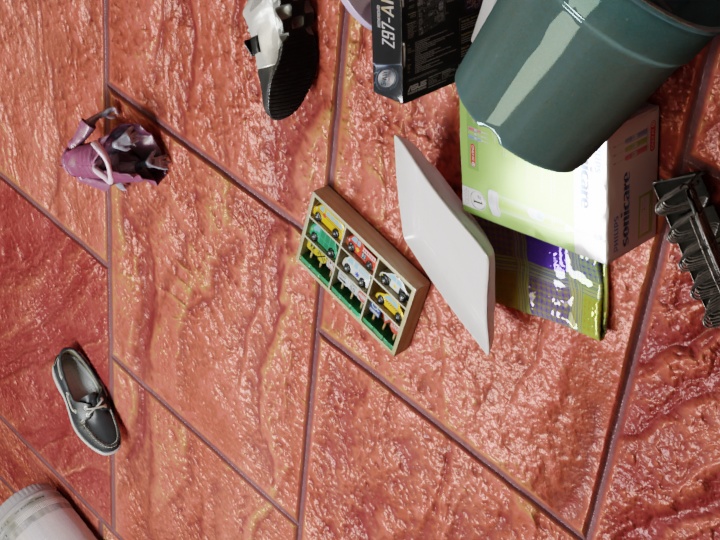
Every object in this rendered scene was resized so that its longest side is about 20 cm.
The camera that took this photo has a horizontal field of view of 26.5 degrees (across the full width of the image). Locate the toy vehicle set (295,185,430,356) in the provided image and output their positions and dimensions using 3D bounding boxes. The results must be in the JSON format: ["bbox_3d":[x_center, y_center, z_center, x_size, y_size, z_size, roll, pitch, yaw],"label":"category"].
[{"bbox_3d":[0.000,0.000,1.935,0.200,0.026,0.125,44,140,27],"label":"toy vehicle set"}]

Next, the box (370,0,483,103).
[{"bbox_3d":[0.095,-0.270,1.500,0.043,0.199,0.161,25,130,40],"label":"box"}]

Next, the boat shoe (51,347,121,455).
[{"bbox_3d":[-0.472,0.224,2.632,0.201,0.075,0.060,53,149,14],"label":"boat shoe"}]

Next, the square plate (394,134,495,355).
[{"bbox_3d":[0.101,-0.031,1.726,0.201,0.028,0.199,56,165,32],"label":"square plate"}]

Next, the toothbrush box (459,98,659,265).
[{"bbox_3d":[0.200,-0.112,1.561,0.199,0.086,0.147,24,129,43],"label":"toothbrush box"}]

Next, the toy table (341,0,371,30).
[{"bbox_3d":[0.036,-0.340,1.569,0.117,0.183,0.201,22,141,63],"label":"toy table"}]

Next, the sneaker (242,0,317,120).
[{"bbox_3d":[-0.103,-0.286,1.858,0.088,0.074,0.202,27,121,40],"label":"sneaker"}]

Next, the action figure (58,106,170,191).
[{"bbox_3d":[-0.380,-0.154,2.234,0.199,0.149,0.135,-2,117,37],"label":"action figure"}]

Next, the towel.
[{"bbox_3d":[0.192,-0.010,1.689,0.199,0.023,0.145,22,126,44],"label":"towel"}]

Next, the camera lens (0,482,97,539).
[{"bbox_3d":[-0.588,0.523,2.890,0.200,0.159,0.161,46,141,24],"label":"camera lens"}]

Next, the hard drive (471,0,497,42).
[{"bbox_3d":[0.179,-0.307,1.428,0.027,0.131,0.201,44,140,26],"label":"hard drive"}]

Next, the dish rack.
[{"bbox_3d":[0.315,-0.016,1.402,0.054,0.200,0.154,-24,91,17],"label":"dish rack"}]

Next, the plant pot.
[{"bbox_3d":[0.196,-0.207,1.368,0.200,0.200,0.197,49,125,20],"label":"plant pot"}]
